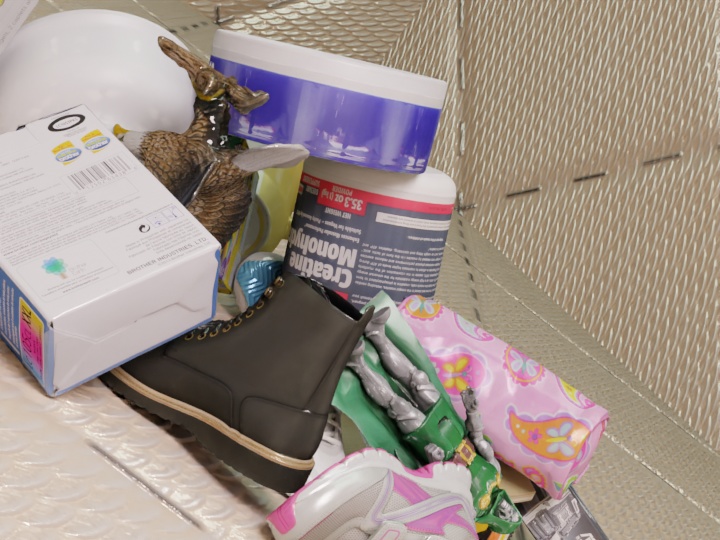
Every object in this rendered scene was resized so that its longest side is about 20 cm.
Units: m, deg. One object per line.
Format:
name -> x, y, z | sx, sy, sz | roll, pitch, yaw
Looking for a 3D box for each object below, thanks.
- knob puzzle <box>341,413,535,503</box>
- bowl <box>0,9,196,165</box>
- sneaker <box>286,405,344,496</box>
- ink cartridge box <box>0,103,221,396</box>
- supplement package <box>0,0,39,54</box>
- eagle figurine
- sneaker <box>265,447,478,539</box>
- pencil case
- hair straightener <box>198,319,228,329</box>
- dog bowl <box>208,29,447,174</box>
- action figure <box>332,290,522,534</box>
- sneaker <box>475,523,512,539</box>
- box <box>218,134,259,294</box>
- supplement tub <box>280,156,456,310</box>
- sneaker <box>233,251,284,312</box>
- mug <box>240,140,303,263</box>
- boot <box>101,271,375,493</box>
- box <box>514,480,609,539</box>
knob puzzle -> 0.019, 0.132, 1.316 | 0.217, 0.031, 0.221 | 13, 36, -10
bowl -> -0.220, -0.107, 1.343 | 0.200, 0.201, 0.091 | 31, 32, -38
sneaker -> -0.040, 0.094, 1.220 | 0.075, 0.086, 0.201 | 31, 25, -50
ink cartridge box -> -0.203, -0.028, 1.083 | 0.136, 0.077, 0.200 | -25, 56, -33
supplement package -> -0.349, -0.228, 1.305 | 0.110, 0.201, 0.156 | 30, 12, -40
eagle figurine -> -0.149, -0.063, 1.244 | 0.151, 0.201, 0.151 | 26, 2, -27
sneaker -> 0.022, 0.180, 1.115 | 0.199, 0.081, 0.089 | 9, 48, -46
pencil case -> 0.098, 0.098, 1.302 | 0.199, 0.088, 0.087 | 30, 7, 15
hair straightener -> -0.139, 0.049, 1.309 | 0.077, 0.041, 0.200 | 40, 5, 12
dog bowl -> -0.032, -0.141, 1.360 | 0.198, 0.080, 0.200 | 13, 7, -2
action figure -> 0.057, 0.122, 1.228 | 0.201, 0.054, 0.118 | 52, 49, -16
sneaker -> 0.057, 0.162, 1.386 | 0.090, 0.070, 0.200 | 35, 11, -35
box -> -0.127, -0.049, 1.419 | 0.048, 0.119, 0.200 | 13, -8, 0
supplement tub -> 0.000, 0.000, 1.449 | 0.139, 0.202, 0.140 | 12, 8, -2
sneaker -> -0.077, 0.025, 1.567 | 0.080, 0.077, 0.200 | 34, -1, 27
mug -> -0.113, -0.080, 1.639 | 0.153, 0.185, 0.151 | -96, 171, -67
boot -> -0.092, 0.043, 1.123 | 0.199, 0.139, 0.077 | 29, 9, 17
box -> 0.188, 0.237, 1.417 | 0.201, 0.050, 0.158 | 55, 3, -19
